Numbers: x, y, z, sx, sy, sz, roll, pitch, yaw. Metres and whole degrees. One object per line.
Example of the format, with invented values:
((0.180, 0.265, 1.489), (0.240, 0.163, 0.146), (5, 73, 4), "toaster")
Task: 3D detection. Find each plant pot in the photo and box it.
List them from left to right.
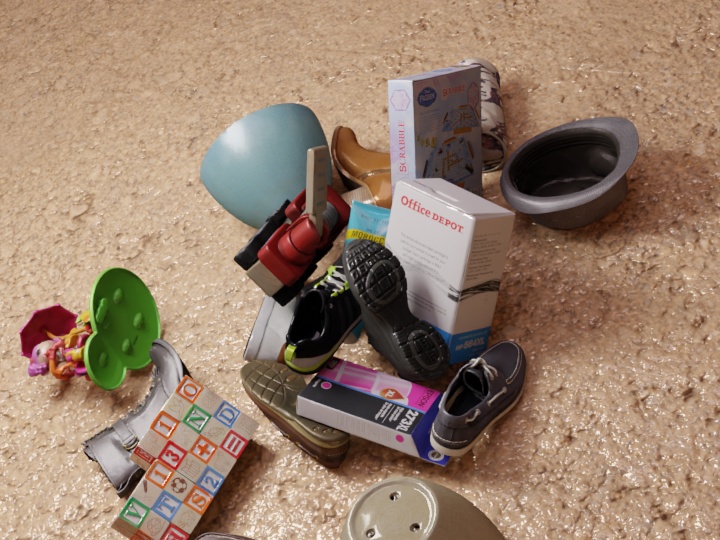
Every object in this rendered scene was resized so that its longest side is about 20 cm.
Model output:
((-0.120, -0.132, 1.821), (0.200, 0.200, 0.135), (-30, 66, -6), "plant pot")

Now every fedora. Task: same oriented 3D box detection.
((0.295, -0.121, 1.673), (0.200, 0.090, 0.177), (-16, 41, 19), "fedora")

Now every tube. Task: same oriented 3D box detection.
((0.000, 0.000, 1.627), (0.077, 0.050, 0.200), (18, 64, 0), "tube")

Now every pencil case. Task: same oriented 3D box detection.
((0.173, -0.239, 1.855), (0.089, 0.078, 0.200), (2, 46, 0), "pencil case")

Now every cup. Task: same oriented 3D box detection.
((0.055, 0.305, 1.318), (0.200, 0.143, 0.200), (-13, 44, 13), "cup")

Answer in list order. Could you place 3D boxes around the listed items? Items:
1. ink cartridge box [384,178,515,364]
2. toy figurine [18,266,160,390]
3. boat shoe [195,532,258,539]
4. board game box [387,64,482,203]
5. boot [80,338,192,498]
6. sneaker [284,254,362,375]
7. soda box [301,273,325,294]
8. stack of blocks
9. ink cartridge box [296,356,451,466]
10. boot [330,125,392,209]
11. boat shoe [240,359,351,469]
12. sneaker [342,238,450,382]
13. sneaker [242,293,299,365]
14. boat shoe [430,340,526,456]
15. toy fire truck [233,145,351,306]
((0.103, -0.002, 1.556), (0.084, 0.200, 0.146), (-7, 27, -42), "ink cartridge box")
((-0.411, 0.106, 1.749), (0.184, 0.150, 0.200), (-16, 37, 26), "toy figurine")
((-0.124, 0.340, 1.417), (0.200, 0.072, 0.072), (17, 56, 36), "boat shoe")
((0.106, -0.173, 1.675), (0.041, 0.200, 0.200), (7, 17, 31), "board game box")
((-0.299, 0.194, 1.646), (0.174, 0.069, 0.200), (-32, 45, -9), "boot")
((-0.035, 0.042, 1.529), (0.072, 0.083, 0.200), (17, 60, 19), "sneaker")
((0.024, 0.011, 1.684), (0.200, 0.063, 0.068), (-31, 43, -7), "soda box")
((-0.229, 0.246, 1.524), (0.115, 0.059, 0.200), (34, 59, -4), "stack of blocks")
((0.030, 0.170, 1.494), (0.200, 0.037, 0.095), (19, 36, 19), "ink cartridge box")
((0.040, -0.161, 1.838), (0.155, 0.077, 0.200), (-18, 45, 9), "boot")
((-0.088, 0.183, 1.555), (0.072, 0.068, 0.200), (-22, 40, -34), "boat shoe")
((0.029, 0.056, 1.516), (0.076, 0.200, 0.091), (-26, -4, -29), "sneaker")
((-0.102, 0.067, 1.701), (0.085, 0.073, 0.200), (19, 41, -4), "sneaker")
((0.149, 0.140, 1.473), (0.073, 0.063, 0.200), (22, 44, 22), "boat shoe")
((-0.067, -0.078, 1.644), (0.200, 0.129, 0.176), (-40, 9, 34), "toy fire truck")
